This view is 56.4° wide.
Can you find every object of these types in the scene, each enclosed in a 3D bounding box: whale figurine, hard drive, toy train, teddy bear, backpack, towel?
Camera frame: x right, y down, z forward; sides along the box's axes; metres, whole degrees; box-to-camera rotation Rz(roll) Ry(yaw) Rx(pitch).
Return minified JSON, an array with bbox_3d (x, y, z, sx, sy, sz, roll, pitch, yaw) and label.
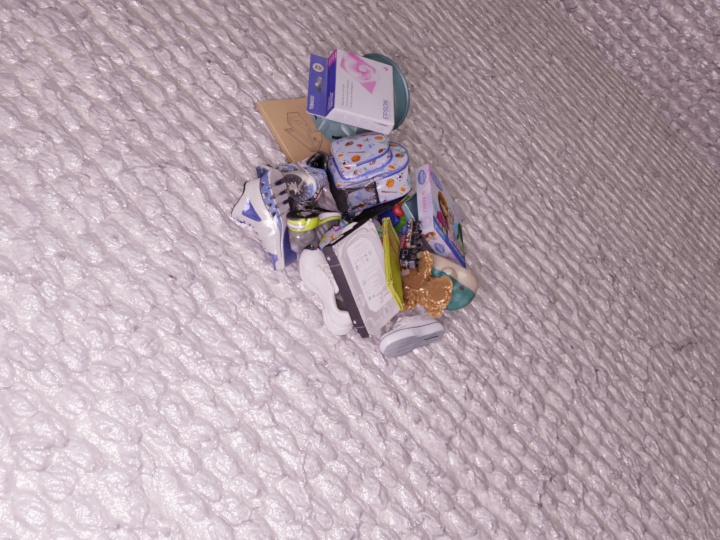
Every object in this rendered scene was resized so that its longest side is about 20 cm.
[{"bbox_3d":[0.175,0.020,1.561,0.198,0.159,0.105,29,88,-11],"label":"whale figurine"},{"bbox_3d":[0.010,0.015,1.350,0.139,0.037,0.203,-37,111,-45],"label":"hard drive"},{"bbox_3d":[0.078,-0.185,1.659,0.115,0.084,0.203,10,54,-44],"label":"toy train"},{"bbox_3d":[0.108,-0.059,1.471,0.201,0.045,0.035,-75,156,-59],"label":"toy train"},{"bbox_3d":[0.111,0.028,1.482,0.067,0.196,0.148,45,52,-68],"label":"teddy bear"},{"bbox_3d":[0.021,-0.226,1.526,0.187,0.156,0.201,-11,41,-9],"label":"backpack"},{"bbox_3d":[0.070,-0.017,1.394,0.202,0.018,0.087,-90,156,-47],"label":"towel"}]

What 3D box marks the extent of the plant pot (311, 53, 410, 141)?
[{"bbox_3d":[-0.011,-0.416,1.665,0.201,0.200,0.195,50,45,5],"label":"plant pot"}]

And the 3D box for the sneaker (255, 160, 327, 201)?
[{"bbox_3d":[-0.146,-0.195,1.435,0.085,0.198,0.078,-33,125,-34],"label":"sneaker"}]

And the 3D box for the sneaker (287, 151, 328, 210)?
[{"bbox_3d":[-0.119,-0.184,1.489,0.079,0.086,0.203,19,62,-21],"label":"sneaker"}]

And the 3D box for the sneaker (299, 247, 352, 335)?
[{"bbox_3d":[-0.057,0.025,1.387,0.077,0.100,0.202,-21,73,-33],"label":"sneaker"}]

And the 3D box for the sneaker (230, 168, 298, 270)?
[{"bbox_3d":[-0.200,-0.102,1.391,0.080,0.113,0.203,-30,111,-62],"label":"sneaker"}]

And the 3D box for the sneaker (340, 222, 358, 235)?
[{"bbox_3d":[0.000,0.000,1.444,0.082,0.076,0.204,7,77,-73],"label":"sneaker"}]

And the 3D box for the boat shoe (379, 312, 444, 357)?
[{"bbox_3d":[0.100,0.136,1.464,0.198,0.074,0.067,-3,47,-49],"label":"boat shoe"}]

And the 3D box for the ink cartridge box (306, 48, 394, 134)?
[{"bbox_3d":[-0.020,-0.414,1.525,0.197,0.043,0.199,12,55,-17],"label":"ink cartridge box"}]

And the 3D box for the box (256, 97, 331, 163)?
[{"bbox_3d":[-0.143,-0.332,1.634,0.162,0.021,0.202,-19,72,-44],"label":"box"}]

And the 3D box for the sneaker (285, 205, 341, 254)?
[{"bbox_3d":[-0.101,-0.087,1.406,0.073,0.082,0.199,15,16,22],"label":"sneaker"}]

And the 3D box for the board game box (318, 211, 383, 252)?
[{"bbox_3d":[-0.024,-0.068,1.528,0.135,0.034,0.199,51,45,5],"label":"board game box"}]

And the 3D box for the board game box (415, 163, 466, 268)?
[{"bbox_3d":[0.199,-0.125,1.665,0.200,0.041,0.202,45,35,-46],"label":"board game box"}]

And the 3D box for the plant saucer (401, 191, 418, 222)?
[{"bbox_3d":[0.143,-0.154,1.650,0.071,0.019,0.200,59,25,-6],"label":"plant saucer"}]
